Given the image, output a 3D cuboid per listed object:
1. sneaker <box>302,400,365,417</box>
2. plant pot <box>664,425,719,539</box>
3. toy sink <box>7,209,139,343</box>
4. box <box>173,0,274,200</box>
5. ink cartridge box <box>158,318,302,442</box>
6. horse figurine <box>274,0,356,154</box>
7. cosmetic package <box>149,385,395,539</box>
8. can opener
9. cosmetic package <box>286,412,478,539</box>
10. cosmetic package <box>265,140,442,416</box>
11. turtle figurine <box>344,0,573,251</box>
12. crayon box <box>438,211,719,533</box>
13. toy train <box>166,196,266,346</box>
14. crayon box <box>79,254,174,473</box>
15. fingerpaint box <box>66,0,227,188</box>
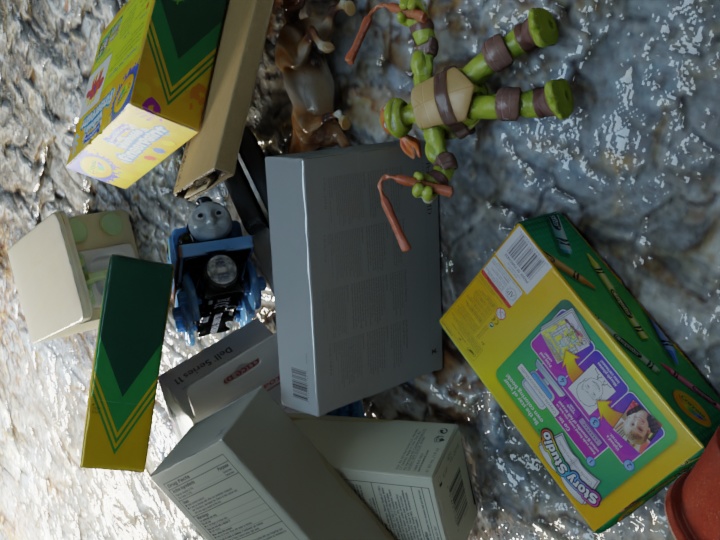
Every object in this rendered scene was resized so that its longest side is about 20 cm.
[{"bbox_3d":[-0.025,0.119,0.885,0.087,0.075,0.201,-94,5,-57],"label":"sneaker"},{"bbox_3d":[0.283,0.076,0.456,0.201,0.200,0.196,31,114,38],"label":"plant pot"},{"bbox_3d":[-0.341,0.003,1.146,0.200,0.112,0.131,-21,84,52],"label":"toy sink"},{"bbox_3d":[-0.120,-0.170,0.834,0.163,0.021,0.201,-9,67,67],"label":"box"},{"bbox_3d":[-0.121,0.128,0.893,0.067,0.117,0.200,41,149,35],"label":"ink cartridge box"},{"bbox_3d":[-0.041,-0.167,0.820,0.132,0.050,0.201,18,122,60],"label":"horse figurine"},{"bbox_3d":[-0.062,0.203,0.752,0.103,0.073,0.200,-30,103,37],"label":"cosmetic package"},{"bbox_3d":[-0.090,-0.051,0.902,0.053,0.066,0.200,-30,66,3],"label":"can opener"},{"bbox_3d":[-0.008,0.187,0.807,0.199,0.071,0.106,1,120,26],"label":"cosmetic package"},{"bbox_3d":[0.000,0.000,0.754,0.052,0.150,0.201,10,107,46],"label":"cosmetic package"},{"bbox_3d":[0.075,-0.121,0.694,0.161,0.064,0.201,-13,75,32],"label":"turtle figurine"},{"bbox_3d":[0.158,0.072,0.673,0.200,0.058,0.119,54,133,22],"label":"crayon box"},{"bbox_3d":[-0.149,0.003,0.914,0.200,0.086,0.115,124,132,-69],"label":"toy train"},{"bbox_3d":[-0.212,0.079,0.841,0.200,0.058,0.173,172,107,-76],"label":"crayon box"},{"bbox_3d":[-0.213,-0.192,0.924,0.200,0.073,0.167,-20,56,54],"label":"fingerpaint box"}]
